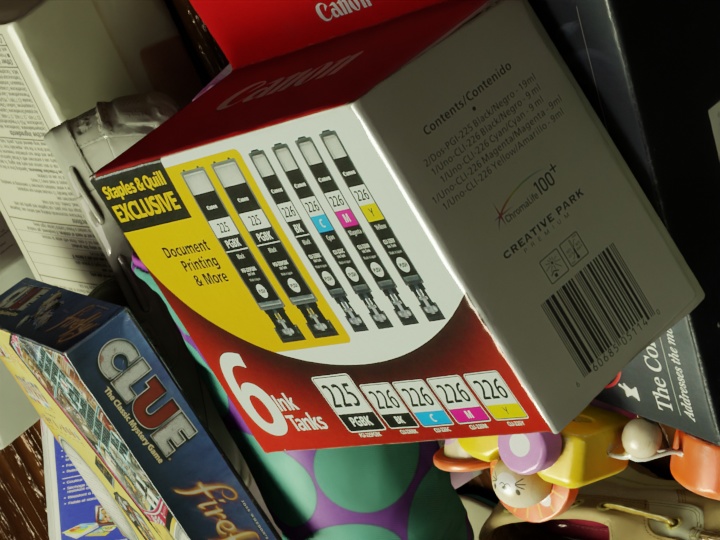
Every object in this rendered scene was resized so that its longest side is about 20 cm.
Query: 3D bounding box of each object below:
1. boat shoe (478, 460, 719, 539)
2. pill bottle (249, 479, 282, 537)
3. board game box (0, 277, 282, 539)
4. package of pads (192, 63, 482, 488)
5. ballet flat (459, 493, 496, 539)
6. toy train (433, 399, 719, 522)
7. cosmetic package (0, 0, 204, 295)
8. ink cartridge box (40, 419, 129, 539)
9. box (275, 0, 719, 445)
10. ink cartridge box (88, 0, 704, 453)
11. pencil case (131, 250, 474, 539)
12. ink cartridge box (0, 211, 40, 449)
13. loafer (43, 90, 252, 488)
[{"bbox_3d":[0.135,0.131,1.148,0.200,0.066,0.074,10,132,49],"label":"boat shoe"},{"bbox_3d":[-0.045,0.146,1.368,0.113,0.113,0.200,45,151,9],"label":"pill bottle"},{"bbox_3d":[-0.105,0.072,1.162,0.136,0.035,0.200,57,166,-14],"label":"board game box"},{"bbox_3d":[0.000,0.000,1.177,0.120,0.076,0.200,29,144,36],"label":"package of pads"},{"bbox_3d":[0.097,0.180,1.259,0.200,0.069,0.070,33,147,28],"label":"ballet flat"},{"bbox_3d":[0.098,0.067,1.034,0.200,0.150,0.056,29,116,59],"label":"toy train"},{"bbox_3d":[-0.125,-0.056,1.273,0.103,0.087,0.200,8,129,48],"label":"cosmetic package"},{"bbox_3d":[-0.129,0.107,1.457,0.200,0.094,0.037,96,161,-53],"label":"ink cartridge box"},{"bbox_3d":[0.077,-0.061,0.972,0.182,0.104,0.200,20,138,44],"label":"box"},{"bbox_3d":[-0.005,-0.031,0.927,0.176,0.084,0.200,58,151,-12],"label":"ink cartridge box"},{"bbox_3d":[-0.022,0.054,1.110,0.092,0.085,0.200,16,138,49],"label":"pencil case"},{"bbox_3d":[-0.213,0.005,1.407,0.200,0.146,0.084,13,135,49],"label":"ink cartridge box"},{"bbox_3d":[-0.095,0.016,1.206,0.070,0.070,0.201,-114,10,-73],"label":"loafer"}]
